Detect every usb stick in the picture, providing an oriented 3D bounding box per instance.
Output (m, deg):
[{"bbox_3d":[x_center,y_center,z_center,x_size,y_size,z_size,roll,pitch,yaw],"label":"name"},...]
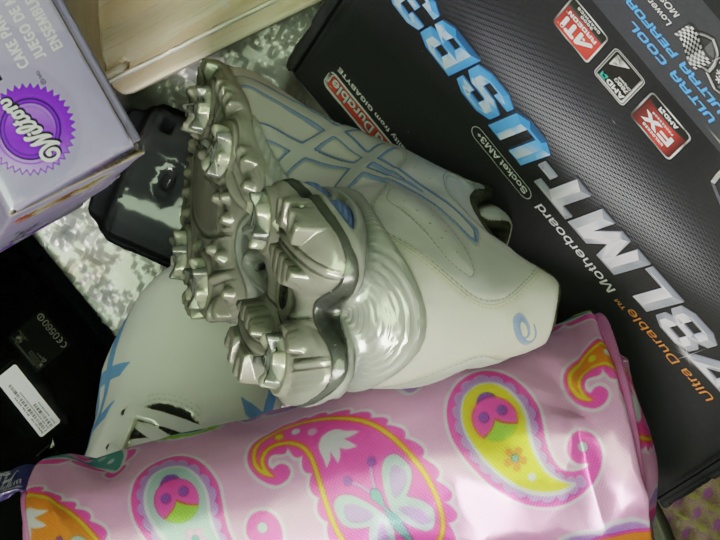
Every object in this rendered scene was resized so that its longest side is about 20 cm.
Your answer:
[{"bbox_3d":[0.000,0.000,0.807,0.199,0.033,0.056,24,97,2],"label":"usb stick"}]

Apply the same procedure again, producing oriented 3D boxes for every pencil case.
[{"bbox_3d":[-0.008,0.073,0.692,0.198,0.087,0.088,-15,96,5],"label":"pencil case"}]

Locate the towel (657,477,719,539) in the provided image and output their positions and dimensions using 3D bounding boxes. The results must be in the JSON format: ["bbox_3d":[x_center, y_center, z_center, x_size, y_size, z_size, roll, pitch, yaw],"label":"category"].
[{"bbox_3d":[0.101,0.014,0.780,0.143,0.023,0.201,29,83,3],"label":"towel"}]

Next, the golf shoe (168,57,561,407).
[{"bbox_3d":[-0.004,-0.011,0.713,0.096,0.200,0.079,2,113,-19],"label":"golf shoe"}]

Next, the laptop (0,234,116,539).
[{"bbox_3d":[-0.173,0.095,0.846,0.200,0.103,0.178,-41,94,-17],"label":"laptop"}]

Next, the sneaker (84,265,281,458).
[{"bbox_3d":[-0.074,0.094,0.771,0.071,0.072,0.202,17,85,-4],"label":"sneaker"}]

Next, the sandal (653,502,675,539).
[{"bbox_3d":[0.054,0.143,0.704,0.081,0.055,0.201,24,62,3],"label":"sandal"}]

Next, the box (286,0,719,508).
[{"bbox_3d":[0.083,-0.043,0.677,0.050,0.199,0.200,-37,85,-31],"label":"box"}]

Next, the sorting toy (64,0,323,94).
[{"bbox_3d":[-0.032,-0.133,0.717,0.199,0.180,0.108,-25,95,7],"label":"sorting toy"}]

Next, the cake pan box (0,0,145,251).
[{"bbox_3d":[-0.144,-0.098,0.727,0.052,0.200,0.185,-28,94,-13],"label":"cake pan box"}]
